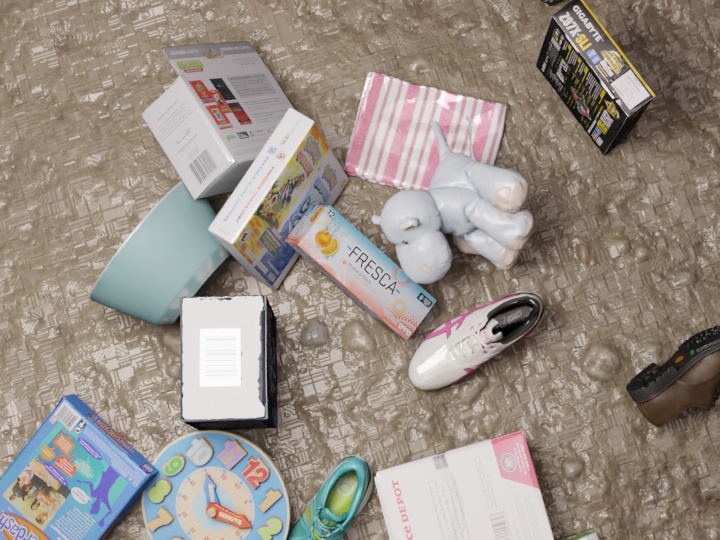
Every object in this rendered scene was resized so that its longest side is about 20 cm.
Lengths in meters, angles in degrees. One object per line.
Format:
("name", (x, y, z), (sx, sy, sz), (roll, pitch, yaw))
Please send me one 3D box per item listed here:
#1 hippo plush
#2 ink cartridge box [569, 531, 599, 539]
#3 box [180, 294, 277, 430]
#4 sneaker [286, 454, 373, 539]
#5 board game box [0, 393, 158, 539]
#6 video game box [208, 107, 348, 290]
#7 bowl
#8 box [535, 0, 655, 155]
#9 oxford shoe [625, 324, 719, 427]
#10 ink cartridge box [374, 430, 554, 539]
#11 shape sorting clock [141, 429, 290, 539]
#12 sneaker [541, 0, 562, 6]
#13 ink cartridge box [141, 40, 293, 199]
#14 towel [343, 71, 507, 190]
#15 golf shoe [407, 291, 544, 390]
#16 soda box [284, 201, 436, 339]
("hippo plush", (0.112, -0.071, 1.700), (0.160, 0.159, 0.202), (-28, 106, -29))
("ink cartridge box", (0.225, 0.416, 1.701), (0.198, 0.059, 0.105), (-23, 81, -4))
("box", (-0.161, 0.119, 1.684), (0.105, 0.200, 0.151), (-1, 81, -1))
("sneaker", (-0.049, 0.323, 1.709), (0.077, 0.080, 0.202), (25, 82, 4))
("board game box", (-0.375, 0.283, 1.714), (0.152, 0.045, 0.201), (41, 96, 7))
("video game box", (-0.099, -0.086, 1.718), (0.046, 0.200, 0.183), (28, 81, 19))
("bowl", (-0.238, -0.010, 1.713), (0.105, 0.201, 0.201), (39, 82, -1))
("box", (0.298, -0.246, 1.745), (0.049, 0.200, 0.160), (-36, 81, -4))
("oxford shoe", (0.444, 0.132, 1.753), (0.199, 0.073, 0.085), (-33, 98, -3))
("ink cartridge box", (0.128, 0.300, 1.710), (0.197, 0.083, 0.148), (-15, 81, -3))
("shape sorting clock", (-0.184, 0.301, 1.712), (0.197, 0.039, 0.203), (1, 94, 10))
("sneaker", (0.287, -0.404, 1.839), (0.198, 0.098, 0.072), (3, 66, -23))
("ink cartridge box", (-0.175, -0.197, 1.736), (0.084, 0.199, 0.177), (-38, 80, 30))
("towel", (0.088, -0.176, 1.820), (0.197, 0.030, 0.148), (14, 81, 2))
("golf shoe", (0.146, 0.085, 1.744), (0.199, 0.092, 0.073), (-33, 83, -4))
("soda box", (0.000, 0.000, 1.733), (0.200, 0.063, 0.069), (42, 82, -21))
